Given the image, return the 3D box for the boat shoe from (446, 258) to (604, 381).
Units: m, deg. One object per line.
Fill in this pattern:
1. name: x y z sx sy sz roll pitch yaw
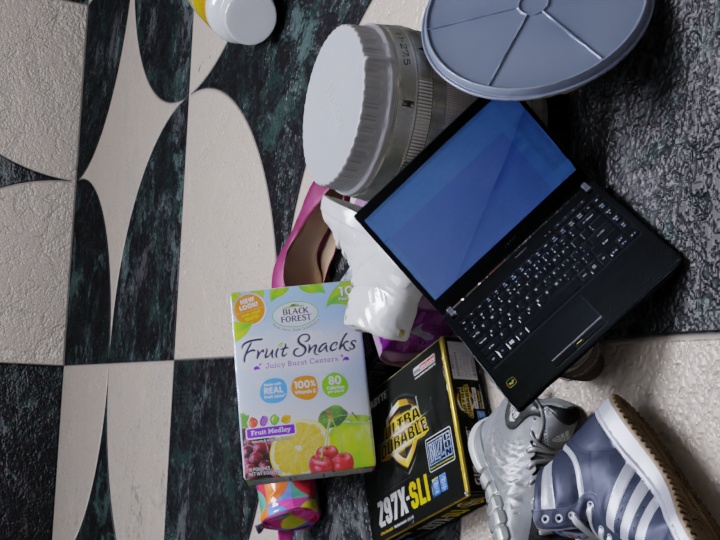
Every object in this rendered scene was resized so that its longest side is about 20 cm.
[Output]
1. boat shoe: 0.136 0.044 0.924 0.075 0.073 0.200 -46 40 -1

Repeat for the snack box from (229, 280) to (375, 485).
1. snack box: -0.063 0.120 1.124 0.053 0.140 0.203 96 168 -73

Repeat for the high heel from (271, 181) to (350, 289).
1. high heel: -0.060 -0.018 1.216 0.096 0.066 0.203 -157 78 -79

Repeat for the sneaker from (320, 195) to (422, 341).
1. sneaker: 0.000 0.000 1.052 0.200 0.073 0.117 39 114 57

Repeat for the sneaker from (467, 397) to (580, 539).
1. sneaker: 0.156 0.174 0.879 0.116 0.074 0.201 -62 33 32

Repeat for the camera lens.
1. camera lens: 0.063 -0.137 0.974 0.160 0.197 0.163 -174 90 -66

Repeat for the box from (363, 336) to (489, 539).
1. box: 0.065 0.182 1.084 0.200 0.049 0.162 -44 49 52

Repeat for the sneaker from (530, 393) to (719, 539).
1. sneaker: 0.196 0.194 0.762 0.108 0.070 0.201 -44 35 17

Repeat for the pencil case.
1. pencil case: -0.106 0.246 1.372 0.089 0.087 0.202 -51 41 47

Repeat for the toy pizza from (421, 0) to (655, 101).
1. toy pizza: 0.149 -0.216 0.889 0.032 0.198 0.202 62 -172 -52

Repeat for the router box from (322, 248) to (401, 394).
1. router box: -0.009 0.057 1.244 0.158 0.052 0.202 -55 39 44

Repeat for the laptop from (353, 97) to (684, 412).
1. laptop: 0.123 -0.025 0.851 0.177 0.103 0.200 -43 43 6

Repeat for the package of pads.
1. package of pads: 0.046 -0.010 1.127 0.121 0.075 0.202 120 144 -44

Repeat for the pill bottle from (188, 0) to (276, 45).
1. pill bottle: -0.200 -0.425 1.649 0.200 0.111 0.114 50 128 54
